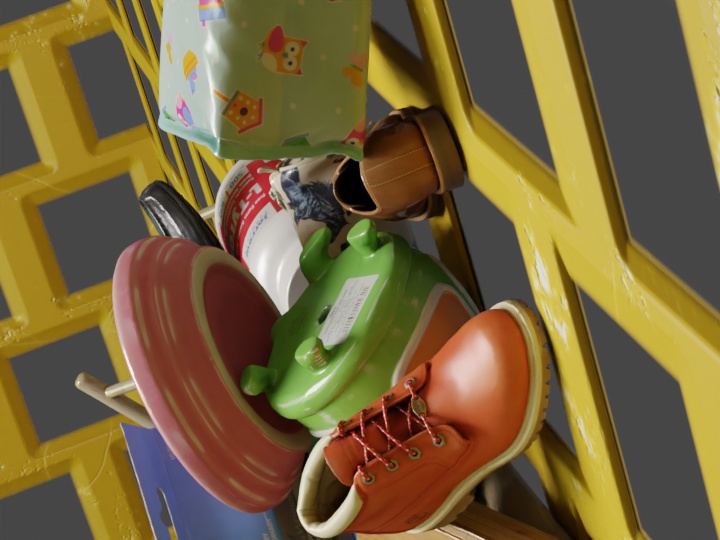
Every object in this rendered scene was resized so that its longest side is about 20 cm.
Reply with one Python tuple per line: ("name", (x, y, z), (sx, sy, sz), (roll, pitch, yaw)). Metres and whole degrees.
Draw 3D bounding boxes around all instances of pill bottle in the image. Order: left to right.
("pill bottle", (-0.039, -0.017, 1.804), (0.200, 0.111, 0.113), (-128, 19, -64))

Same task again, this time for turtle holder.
("turtle holder", (0.003, 0.062, 1.543), (0.185, 0.131, 0.142), (-41, 24, 41))

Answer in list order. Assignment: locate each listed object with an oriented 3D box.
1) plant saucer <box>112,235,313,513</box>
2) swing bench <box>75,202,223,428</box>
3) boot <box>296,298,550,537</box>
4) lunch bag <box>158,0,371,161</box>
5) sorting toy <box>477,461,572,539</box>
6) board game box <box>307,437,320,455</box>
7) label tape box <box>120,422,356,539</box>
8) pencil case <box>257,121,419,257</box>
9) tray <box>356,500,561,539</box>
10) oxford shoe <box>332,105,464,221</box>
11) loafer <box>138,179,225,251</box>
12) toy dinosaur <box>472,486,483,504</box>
("plant saucer", (-0.090, 0.062, 1.589), (0.201, 0.051, 0.201), (52, -159, -29))
("swing bench", (-0.099, 0.063, 1.967), (0.200, 0.129, 0.200), (43, -133, -28))
("boot", (0.036, 0.095, 1.404), (0.200, 0.107, 0.075), (-57, 49, 39))
("lunch bag", (-0.065, -0.162, 1.457), (0.200, 0.121, 0.172), (-148, 59, -70))
("sorting toy", (0.134, 0.242, 1.576), (0.185, 0.036, 0.201), (-129, 25, -67))
("board game box", (0.008, 0.130, 1.779), (0.153, 0.045, 0.200), (58, -169, -5))
("label tape box", (-0.075, 0.172, 1.659), (0.200, 0.063, 0.145), (25, -138, -63))
("pencil case", (0.000, 0.000, 1.663), (0.078, 0.089, 0.201), (-73, -35, -75))
("tray", (0.073, 0.201, 1.499), (0.199, 0.037, 0.099), (19, 120, 46))
("oxford shoe", (0.013, -0.062, 1.500), (0.200, 0.071, 0.072), (129, 118, -83))
("loafer", (-0.120, 0.025, 1.807), (0.201, 0.070, 0.068), (59, 176, 4))
("toy dinosaur", (0.061, 0.143, 1.651), (0.200, 0.076, 0.103), (-28, -57, -59))
